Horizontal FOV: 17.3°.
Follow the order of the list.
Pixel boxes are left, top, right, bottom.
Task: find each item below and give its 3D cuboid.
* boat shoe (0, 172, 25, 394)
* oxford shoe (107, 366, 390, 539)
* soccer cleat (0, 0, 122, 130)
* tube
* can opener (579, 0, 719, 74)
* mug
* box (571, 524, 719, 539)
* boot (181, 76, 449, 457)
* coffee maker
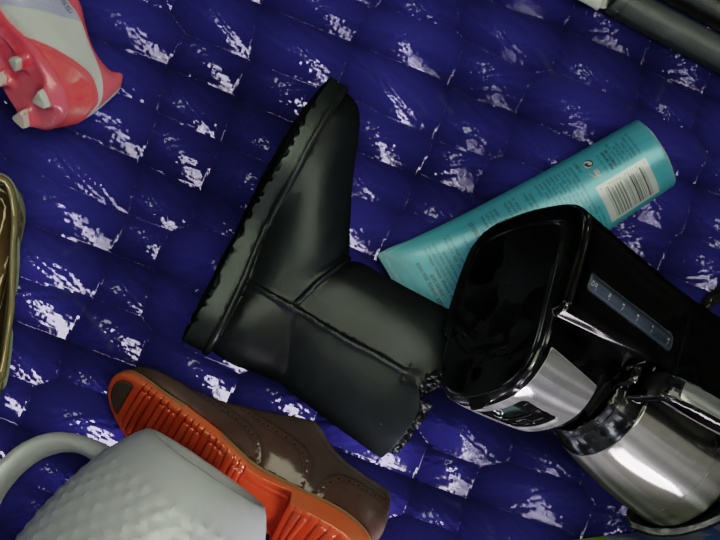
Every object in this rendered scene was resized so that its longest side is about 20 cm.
[{"bbox_3d":[-0.251,0.036,1.468,0.073,0.063,0.202,9,85,-13],"label":"boat shoe"},{"bbox_3d":[-0.071,0.118,1.515,0.199,0.071,0.073,36,47,-2],"label":"oxford shoe"},{"bbox_3d":[-0.223,-0.183,1.495,0.076,0.067,0.201,-27,87,-44],"label":"soccer cleat"},{"bbox_3d":[0.114,-0.028,1.566,0.199,0.050,0.078,-31,90,-8],"label":"tube"},{"bbox_3d":[0.191,-0.190,1.580,0.199,0.067,0.054,26,82,-10],"label":"can opener"},{"bbox_3d":[-0.160,0.180,1.444,0.199,0.148,0.176,33,88,29],"label":"mug"},{"bbox_3d":[0.180,0.201,1.527,0.198,0.122,0.048,-6,95,-12],"label":"box"},{"bbox_3d":[0.000,0.000,1.519,0.167,0.076,0.201,27,87,-7],"label":"boot"},{"bbox_3d":[0.158,0.045,1.510,0.200,0.134,0.193,36,37,-30],"label":"coffee maker"}]
